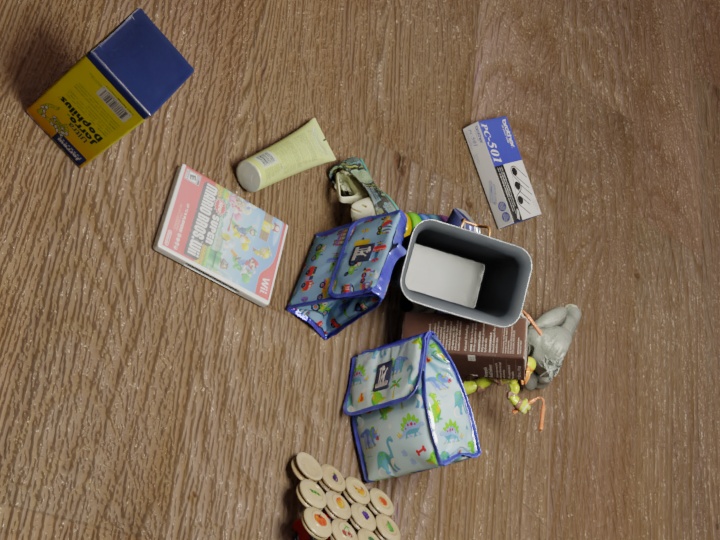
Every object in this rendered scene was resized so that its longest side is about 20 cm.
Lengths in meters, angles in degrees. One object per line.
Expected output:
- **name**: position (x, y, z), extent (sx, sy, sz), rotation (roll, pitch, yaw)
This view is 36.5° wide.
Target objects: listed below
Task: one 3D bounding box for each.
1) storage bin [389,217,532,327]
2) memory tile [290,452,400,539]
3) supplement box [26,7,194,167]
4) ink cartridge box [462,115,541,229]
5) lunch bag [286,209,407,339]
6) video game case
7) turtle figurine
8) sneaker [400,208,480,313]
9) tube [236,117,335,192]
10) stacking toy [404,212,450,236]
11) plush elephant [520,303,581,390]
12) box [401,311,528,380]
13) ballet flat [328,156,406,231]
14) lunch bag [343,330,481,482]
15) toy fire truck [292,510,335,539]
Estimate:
- **storage bin**: position (0.142, -0.004, 1.676), extent (0.198, 0.134, 0.147), rotation (16, 85, -16)
- **memory tile**: position (-0.015, 0.352, 1.590), extent (0.199, 0.017, 0.154), rotation (31, 25, -30)
- **supplement box**: position (-0.333, -0.238, 1.444), extent (0.110, 0.199, 0.109), rotation (48, 49, -17)
- **ink cartridge box**: position (0.268, -0.187, 2.061), extent (0.094, 0.044, 0.201), rotation (-18, 87, -45)
- **lunch bag**: position (0.000, 0.000, 1.652), extent (0.094, 0.199, 0.151), rotation (38, 53, -25)
- **video game case**: position (-0.203, -0.051, 1.617), extent (0.199, 0.017, 0.144), rotation (30, 57, -30)
- **turtle figurine**: position (0.230, 0.175, 1.814), extent (0.064, 0.160, 0.202), rotation (8, 70, -57)
- **sneaker**: position (0.115, -0.004, 1.793), extent (0.114, 0.201, 0.081), rotation (8, 24, -28)
- **tube**: position (-0.114, -0.178, 1.725), extent (0.200, 0.052, 0.058), rotation (-35, 140, -46)
- **stacking toy**: position (0.077, -0.064, 1.835), extent (0.199, 0.085, 0.086), rotation (9, 69, -32)
- **plush elephant**: position (0.282, 0.122, 1.908), extent (0.154, 0.166, 0.200), rotation (26, 13, 9)
- **box**: position (0.168, 0.121, 1.750), extent (0.100, 0.198, 0.076), rotation (71, 26, -62)
- **ballet flat**: position (0.004, -0.109, 1.740), extent (0.074, 0.075, 0.200), rotation (16, 26, -36)
- **lunch bag**: position (0.070, 0.207, 1.661), extent (0.127, 0.169, 0.202), rotation (-2, 76, -46)
- **toy fire truck**: position (-0.013, 0.441, 1.588), extent (0.140, 0.049, 0.202), rotation (-9, 79, -44)
